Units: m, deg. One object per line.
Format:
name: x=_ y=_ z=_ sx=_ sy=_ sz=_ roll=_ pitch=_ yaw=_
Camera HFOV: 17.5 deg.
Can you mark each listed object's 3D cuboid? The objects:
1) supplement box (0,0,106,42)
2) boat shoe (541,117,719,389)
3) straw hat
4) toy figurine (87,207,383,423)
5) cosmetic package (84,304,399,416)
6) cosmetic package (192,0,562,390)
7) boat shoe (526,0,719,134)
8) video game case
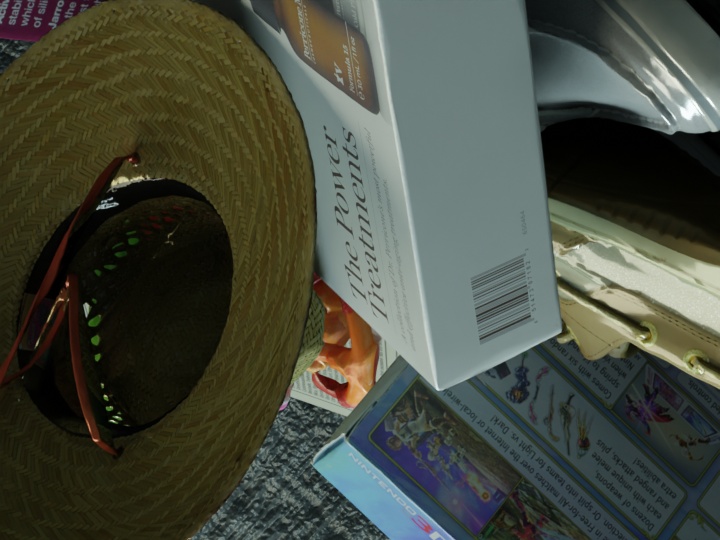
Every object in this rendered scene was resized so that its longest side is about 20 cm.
supplement box: x=-0.127 y=-0.156 z=0.872 sx=0.199 sy=0.104 sz=0.131 roll=1 pitch=-150 yaw=-43
boat shoe: x=0.089 y=-0.001 z=0.751 sx=0.199 sy=0.067 sz=0.074 roll=27 pitch=-146 yaw=33
straw hat: x=-0.063 y=0.015 z=0.751 sx=0.085 sy=0.202 sz=0.201 roll=20 pitch=-164 yaw=-47
toy figurine: x=0.000 y=0.000 z=0.879 sx=0.201 sy=0.182 sz=0.151 roll=-86 pitch=-7 yaw=-59
cosmetic package: x=-0.053 y=-0.005 z=1.068 sx=0.198 sy=0.073 sz=0.104 roll=20 pitch=149 yaw=14
cosmetic package: x=-0.008 y=-0.086 z=0.701 sx=0.151 sy=0.051 sz=0.201 roll=45 pitch=152 yaw=50
boat shoe: x=0.050 y=-0.074 z=0.742 sx=0.072 sy=0.069 sz=0.200 roll=45 pitch=176 yaw=-38
video game case: x=0.112 y=0.066 z=0.817 sx=0.200 sy=0.181 sz=0.045 roll=43 pitch=153 yaw=-2
